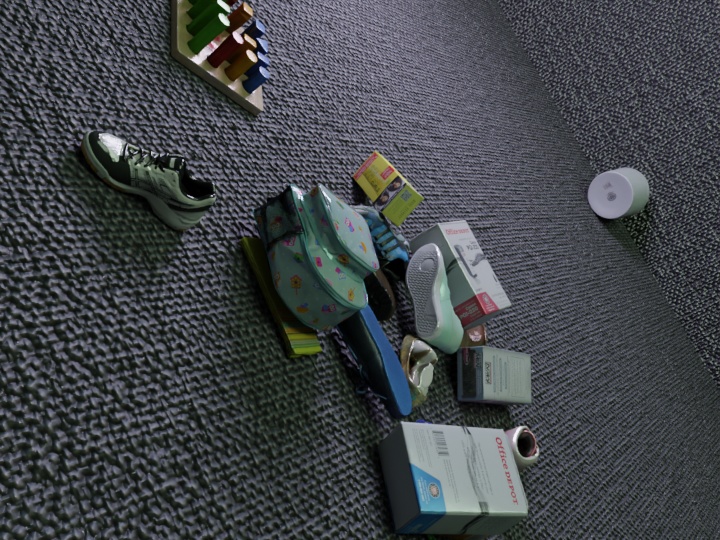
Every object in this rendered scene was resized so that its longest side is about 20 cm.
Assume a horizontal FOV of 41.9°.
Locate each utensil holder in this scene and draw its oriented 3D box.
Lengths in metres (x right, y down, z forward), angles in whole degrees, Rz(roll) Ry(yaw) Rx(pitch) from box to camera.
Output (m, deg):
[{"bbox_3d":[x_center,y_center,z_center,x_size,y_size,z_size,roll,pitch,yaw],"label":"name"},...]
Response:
[{"bbox_3d":[0.882,-0.262,3.216,0.199,0.169,0.171,-16,75,-59],"label":"utensil holder"}]

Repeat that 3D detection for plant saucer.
[{"bbox_3d":[0.177,0.085,1.857,0.200,0.036,0.202,39,32,-30],"label":"plant saucer"}]

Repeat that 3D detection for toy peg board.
[{"bbox_3d":[-0.226,-0.414,1.651,0.198,0.097,0.202,31,38,-40],"label":"toy peg board"}]

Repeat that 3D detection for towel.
[{"bbox_3d":[-0.123,0.040,1.442,0.086,0.018,0.202,6,56,-63],"label":"towel"}]

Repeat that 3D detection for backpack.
[{"bbox_3d":[-0.060,-0.018,1.434,0.176,0.152,0.202,37,37,-50],"label":"backpack"}]

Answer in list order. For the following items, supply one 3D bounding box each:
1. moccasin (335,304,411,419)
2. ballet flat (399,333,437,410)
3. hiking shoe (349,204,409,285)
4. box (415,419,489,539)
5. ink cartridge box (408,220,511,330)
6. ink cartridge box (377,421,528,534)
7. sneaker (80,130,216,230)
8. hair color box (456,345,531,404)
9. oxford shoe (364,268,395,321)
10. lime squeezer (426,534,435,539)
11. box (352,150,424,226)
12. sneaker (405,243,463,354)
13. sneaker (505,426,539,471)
[{"bbox_3d":[0.018,0.147,1.507,0.080,0.068,0.202,8,55,-64],"label":"moccasin"},{"bbox_3d":[0.100,0.167,1.617,0.071,0.070,0.201,48,29,-16],"label":"ballet flat"},{"bbox_3d":[0.031,-0.050,1.716,0.199,0.074,0.087,31,37,-41],"label":"hiking shoe"},{"bbox_3d":[0.145,0.337,1.544,0.118,0.041,0.202,25,44,-45],"label":"box"},{"bbox_3d":[0.195,0.008,1.838,0.145,0.084,0.202,-10,69,-61],"label":"ink cartridge box"},{"bbox_3d":[0.140,0.320,1.439,0.198,0.084,0.146,9,50,-28],"label":"ink cartridge box"},{"bbox_3d":[-0.284,-0.140,1.288,0.199,0.087,0.076,35,37,-34],"label":"sneaker"},{"bbox_3d":[0.259,0.205,1.808,0.199,0.060,0.100,15,72,-53],"label":"hair color box"},{"bbox_3d":[0.000,0.000,1.639,0.202,0.072,0.084,66,12,11],"label":"oxford shoe"},{"bbox_3d":[0.155,0.460,1.414,0.199,0.071,0.038,35,44,23],"label":"lime squeezer"},{"bbox_3d":[0.050,-0.158,1.781,0.050,0.075,0.200,39,10,-28],"label":"box"},{"bbox_3d":[0.141,0.057,1.741,0.118,0.073,0.203,42,40,-48],"label":"sneaker"},{"bbox_3d":[0.292,0.327,1.725,0.076,0.104,0.200,60,27,11],"label":"sneaker"}]
